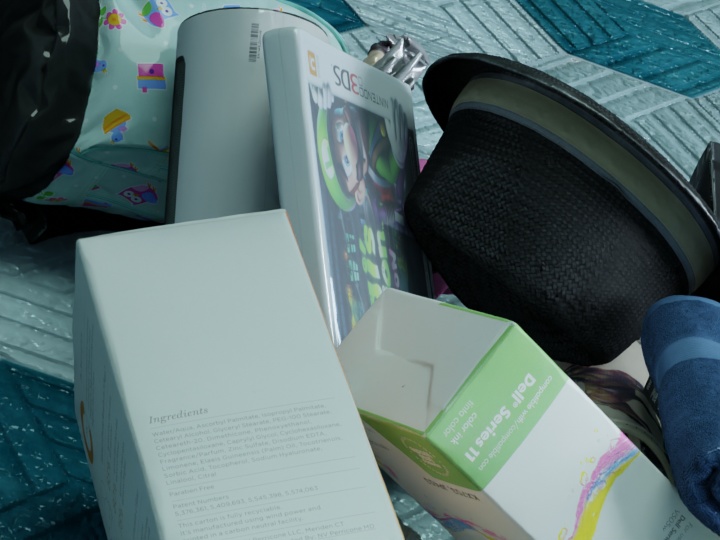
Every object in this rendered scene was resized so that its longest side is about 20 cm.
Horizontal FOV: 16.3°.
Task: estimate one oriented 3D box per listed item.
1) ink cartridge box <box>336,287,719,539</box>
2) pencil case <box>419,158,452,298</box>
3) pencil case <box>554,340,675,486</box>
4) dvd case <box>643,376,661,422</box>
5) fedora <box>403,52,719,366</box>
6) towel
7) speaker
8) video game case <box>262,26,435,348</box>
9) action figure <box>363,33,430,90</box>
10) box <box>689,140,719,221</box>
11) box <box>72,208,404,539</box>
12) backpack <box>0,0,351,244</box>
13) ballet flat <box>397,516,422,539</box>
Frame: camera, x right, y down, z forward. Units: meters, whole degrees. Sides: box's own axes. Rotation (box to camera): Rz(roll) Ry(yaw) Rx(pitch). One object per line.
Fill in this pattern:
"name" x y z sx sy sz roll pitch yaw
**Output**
"ink cartridge box" 0.081 0.101 1.135 0.200 0.067 0.117 45 -14 -26
"pencil case" 0.000 0.000 1.394 0.094 0.091 0.200 54 36 5
"pencil case" 0.130 0.071 1.365 0.078 0.090 0.200 -6 27 7
"dvd case" 0.233 0.123 1.236 0.146 0.022 0.200 17 23 -24
"fedora" 0.095 -0.019 1.295 0.200 0.201 0.092 32 72 19
"towel" 0.187 0.075 1.171 0.112 0.049 0.200 34 19 -11
"speaker" -0.059 -0.026 1.266 0.081 0.081 0.200 9 74 -23
"video game case" 0.002 -0.009 1.254 0.023 0.200 0.182 -8 -7 18
"action figure" -0.023 -0.104 1.526 0.069 0.130 0.200 58 -8 -32
"box" 0.289 0.008 1.482 0.200 0.050 0.158 22 27 -4
"box" -0.056 0.091 1.072 0.097 0.124 0.200 -9 50 -14
"backpack" -0.104 -0.090 1.378 0.200 0.167 0.127 15 -17 -27
"ballet flat" -0.030 0.115 1.181 0.200 0.072 0.072 28 28 11
